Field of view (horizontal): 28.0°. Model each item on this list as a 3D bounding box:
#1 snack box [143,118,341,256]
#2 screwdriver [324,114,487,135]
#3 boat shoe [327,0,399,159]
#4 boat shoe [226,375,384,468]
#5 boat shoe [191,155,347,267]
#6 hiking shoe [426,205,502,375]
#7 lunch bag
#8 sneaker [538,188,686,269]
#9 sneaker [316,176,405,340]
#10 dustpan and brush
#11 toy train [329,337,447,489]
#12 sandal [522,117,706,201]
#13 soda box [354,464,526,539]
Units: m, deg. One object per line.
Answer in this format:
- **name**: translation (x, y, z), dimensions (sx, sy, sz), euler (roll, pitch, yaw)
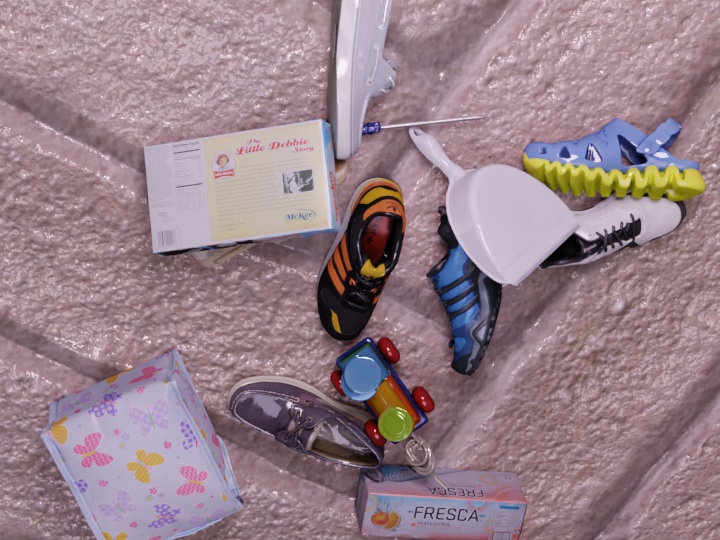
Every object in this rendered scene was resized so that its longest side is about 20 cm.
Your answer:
- **snack box**: translation (-0.124, -0.085, 1.507), dimensions (0.200, 0.037, 0.116), euler (-7, 84, 15)
- **screwdriver**: translation (0.037, -0.159, 1.553), dimensions (0.200, 0.028, 0.029), euler (-10, 125, 0)
- **boat shoe**: translation (0.006, -0.213, 1.494), dimensions (0.071, 0.070, 0.201), euler (2, 105, -10)
- **boat shoe**: translation (-0.059, 0.181, 1.686), dimensions (0.200, 0.065, 0.072), euler (22, 111, -17)
- **boat shoe**: translation (-0.099, -0.066, 1.564), dimensions (0.200, 0.072, 0.065), euler (-26, 127, 7)
- **hiking shoe**: translation (0.117, 0.023, 1.640), dimensions (0.087, 0.074, 0.200), euler (12, 113, 9)
- **lunch bag**: translation (-0.246, 0.218, 1.650), dimensions (0.169, 0.127, 0.200), euler (-24, 107, 2)
- **sneaker**: translation (0.271, -0.040, 1.615), dimensions (0.200, 0.080, 0.074), euler (-14, 115, -2)
- **sneaker**: translation (0.000, 0.000, 1.592), dimensions (0.070, 0.090, 0.200), euler (13, 113, -13)
- **dustpan and brush**: translation (0.127, -0.086, 1.555), dimensions (0.200, 0.140, 0.057), euler (52, 145, -2)
- **toy train**: translation (0.045, 0.173, 1.633), dimensions (0.085, 0.116, 0.200), euler (-35, 90, 3)
- **sandal**: translation (0.278, -0.127, 1.586), dimensions (0.200, 0.079, 0.087), euler (4, 78, -1)
- **soda box**: translation (0.097, 0.283, 1.754), dimensions (0.200, 0.068, 0.064), euler (5, 114, -10)
